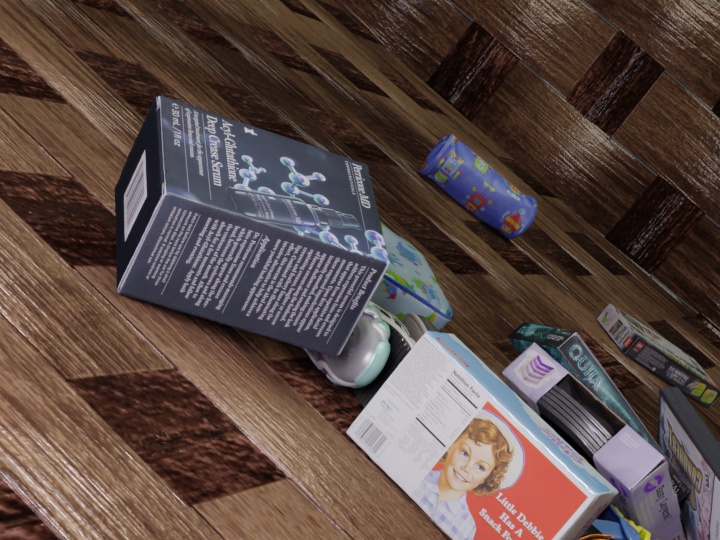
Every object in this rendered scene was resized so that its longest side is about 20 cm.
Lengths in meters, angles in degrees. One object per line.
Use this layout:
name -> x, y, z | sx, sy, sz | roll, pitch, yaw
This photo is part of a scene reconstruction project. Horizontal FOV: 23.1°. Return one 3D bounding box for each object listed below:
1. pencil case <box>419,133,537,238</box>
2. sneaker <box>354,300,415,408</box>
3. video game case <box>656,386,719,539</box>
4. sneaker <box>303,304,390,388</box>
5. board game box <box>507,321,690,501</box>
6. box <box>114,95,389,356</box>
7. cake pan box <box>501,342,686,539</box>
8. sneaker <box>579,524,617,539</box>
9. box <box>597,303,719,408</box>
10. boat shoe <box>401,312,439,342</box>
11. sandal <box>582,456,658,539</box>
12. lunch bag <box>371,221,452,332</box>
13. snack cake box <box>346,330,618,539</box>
pencil case -> 0.190, -0.133, 2.777 | 0.200, 0.078, 0.087 | 36, 42, -12
sneaker -> 0.027, 0.078, 1.617 | 0.088, 0.074, 0.200 | 25, 19, -41
video game case -> 0.330, 0.240, 1.726 | 0.025, 0.182, 0.200 | -5, 24, -8
sneaker -> -0.066, 0.028, 1.555 | 0.140, 0.078, 0.200 | 26, 9, -37
board game box -> 0.234, 0.140, 1.738 | 0.200, 0.028, 0.135 | 53, -12, -12
box -> -0.093, -0.036, 1.452 | 0.199, 0.107, 0.149 | 17, 32, -21
cake pan box -> 0.227, 0.179, 1.691 | 0.184, 0.052, 0.200 | 41, -13, 32
sneaker -> 0.215, 0.260, 1.461 | 0.078, 0.078, 0.200 | -7, 37, -29
box -> 0.465, 0.132, 2.730 | 0.200, 0.035, 0.110 | 32, 15, -29
boat shoe -> 0.079, 0.116, 1.644 | 0.057, 0.067, 0.200 | 18, 28, -26
sandal -> 0.197, 0.227, 1.583 | 0.200, 0.080, 0.087 | 39, 17, 7
lunch bag -> 0.000, 0.000, 1.794 | 0.160, 0.083, 0.200 | 34, 14, -24
snack cake box -> 0.100, 0.158, 1.455 | 0.200, 0.115, 0.067 | 44, 14, 21
